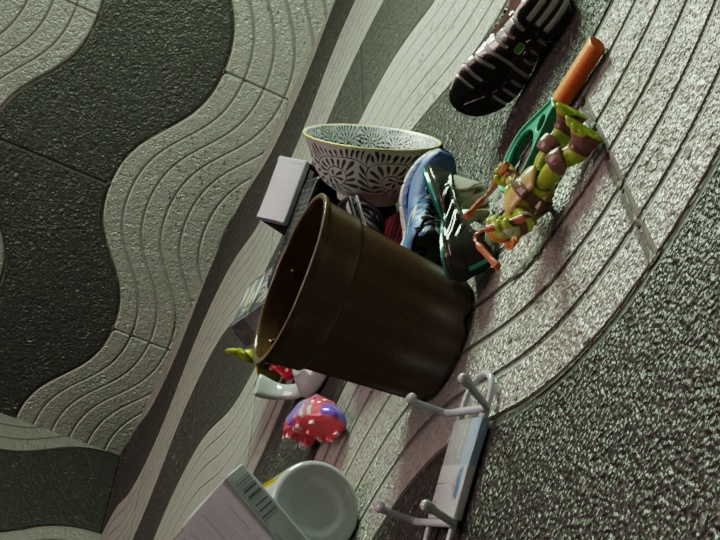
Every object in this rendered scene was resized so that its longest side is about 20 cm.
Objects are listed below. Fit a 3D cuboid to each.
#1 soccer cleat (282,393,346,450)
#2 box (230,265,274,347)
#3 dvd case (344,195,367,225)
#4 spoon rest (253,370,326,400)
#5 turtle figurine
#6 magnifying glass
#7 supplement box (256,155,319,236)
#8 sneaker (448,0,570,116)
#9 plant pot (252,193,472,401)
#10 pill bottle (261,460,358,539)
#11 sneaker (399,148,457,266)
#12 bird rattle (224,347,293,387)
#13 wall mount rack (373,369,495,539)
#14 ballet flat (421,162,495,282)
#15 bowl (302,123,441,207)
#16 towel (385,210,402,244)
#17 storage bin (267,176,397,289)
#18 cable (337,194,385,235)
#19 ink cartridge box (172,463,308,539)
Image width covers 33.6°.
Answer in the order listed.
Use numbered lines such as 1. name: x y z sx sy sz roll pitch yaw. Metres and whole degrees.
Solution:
1. soccer cleat: -0.062 0.201 1.670 0.077 0.066 0.200 -68 9 -21
2. box: -0.137 0.034 2.076 0.158 0.048 0.200 -36 14 16
3. dvd case: -0.013 0.023 1.573 0.201 0.016 0.150 110 150 -50
4. spoon rest: -0.095 0.166 1.901 0.199 0.060 0.100 -29 40 50
5. turtle figurine: 0.170 -0.079 1.172 0.162 0.064 0.200 -55 8 21
6. magnifying glass: 0.201 -0.162 1.278 0.201 0.022 0.080 -58 16 36
7. supplement box: -0.075 -0.094 1.928 0.060 0.200 0.110 13 77 34
8. sneaker: 0.185 -0.281 1.451 0.200 0.075 0.116 -45 19 36
9. plant pot: 0.006 0.046 1.339 0.201 0.197 0.201 -60 15 27
10. pill bottle: -0.086 0.308 1.478 0.200 0.110 0.112 137 152 -61
11. sneaker: 0.090 -0.053 1.465 0.089 0.078 0.202 -13 64 66
12. bird rattle: -0.144 0.116 2.076 0.164 0.112 0.200 -57 8 -33
13. wall mount rack: 0.076 0.175 1.116 0.174 0.074 0.202 148 141 -69
14. ballet flat: 0.117 -0.060 1.363 0.201 0.068 0.068 -98 -12 -49
15. bowl: 0.013 -0.146 1.706 0.201 0.198 0.095 -116 30 -73
16. towel: 0.054 -0.025 1.652 0.200 0.022 0.146 154 136 -71
17. storage bin: -0.044 -0.032 1.804 0.094 0.134 0.202 -178 109 -76
18. cable: 0.000 0.000 1.650 0.163 0.050 0.202 -50 43 50
19. ink cartridge box: -0.117 0.344 1.388 0.041 0.200 0.200 -36 -8 -40
